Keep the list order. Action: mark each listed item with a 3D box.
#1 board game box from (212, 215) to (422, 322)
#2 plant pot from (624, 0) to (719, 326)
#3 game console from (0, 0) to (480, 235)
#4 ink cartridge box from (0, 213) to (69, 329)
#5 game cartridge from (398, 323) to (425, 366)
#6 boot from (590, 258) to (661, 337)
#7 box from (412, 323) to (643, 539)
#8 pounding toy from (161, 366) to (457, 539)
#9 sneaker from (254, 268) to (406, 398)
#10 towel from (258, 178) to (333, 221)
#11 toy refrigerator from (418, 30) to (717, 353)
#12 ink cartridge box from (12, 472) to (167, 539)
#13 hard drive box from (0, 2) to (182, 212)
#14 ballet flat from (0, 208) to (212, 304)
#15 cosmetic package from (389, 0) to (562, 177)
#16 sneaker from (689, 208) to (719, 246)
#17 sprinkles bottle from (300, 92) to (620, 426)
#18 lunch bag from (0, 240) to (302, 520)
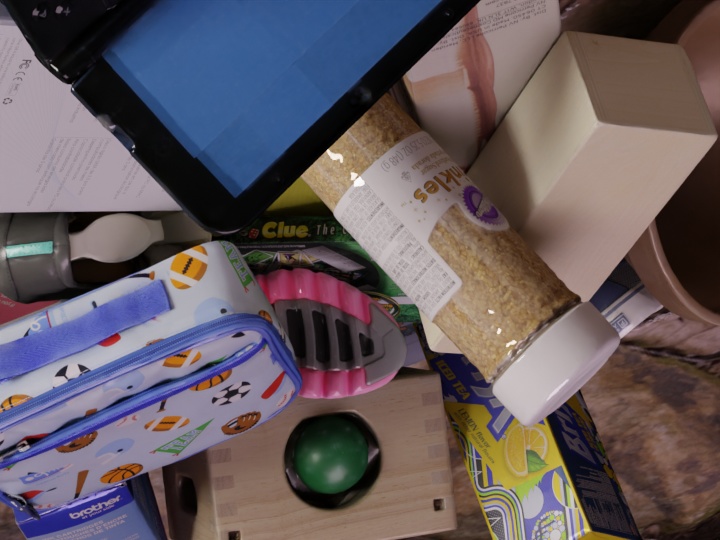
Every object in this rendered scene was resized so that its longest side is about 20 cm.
[{"bbox_3d":[0.000,0.000,1.418,0.199,0.024,0.105,0,148,14],"label":"board game box"},{"bbox_3d":[0.199,-0.072,1.393,0.200,0.202,0.092,13,179,-44],"label":"plant pot"},{"bbox_3d":[-0.051,-0.148,1.053,0.200,0.118,0.171,-45,152,-10],"label":"game console"},{"bbox_3d":[-0.250,0.037,1.346,0.200,0.085,0.145,-37,147,24],"label":"ink cartridge box"},{"bbox_3d":[0.045,-0.001,1.517,0.133,0.041,0.200,-19,151,6],"label":"game cartridge"},{"bbox_3d":[0.182,-0.019,1.543,0.073,0.090,0.200,-42,173,29],"label":"boot"},{"bbox_3d":[0.103,0.098,1.478,0.070,0.201,0.064,-36,147,25],"label":"box"},{"bbox_3d":[-0.044,0.143,1.480,0.183,0.143,0.200,-7,-178,-16],"label":"pounding toy"},{"bbox_3d":[-0.067,0.043,1.434,0.199,0.079,0.095,4,169,10],"label":"sneaker"},{"bbox_3d":[0.031,-0.057,1.388,0.199,0.018,0.086,2,141,-8],"label":"towel"},{"bbox_3d":[0.103,-0.039,1.249,0.076,0.070,0.200,3,142,-26],"label":"toy refrigerator"},{"bbox_3d":[-0.183,0.116,1.465,0.076,0.137,0.200,-20,151,-1],"label":"ink cartridge box"},{"bbox_3d":[-0.128,-0.103,1.192,0.199,0.077,0.156,0,146,-31],"label":"hard drive box"},{"bbox_3d":[-0.125,-0.013,1.296,0.068,0.068,0.200,-10,-177,32],"label":"ballet flat"},{"bbox_3d":[0.054,-0.130,1.236,0.087,0.104,0.200,-19,149,-2],"label":"cosmetic package"},{"bbox_3d":[0.273,-0.050,1.526,0.199,0.090,0.067,-1,168,-36],"label":"sneaker"},{"bbox_3d":[0.043,-0.014,1.194,0.068,0.200,0.068,-41,170,-9],"label":"sprinkles bottle"},{"bbox_3d":[-0.138,0.063,1.284,0.199,0.076,0.160,-25,159,0],"label":"lunch bag"}]
